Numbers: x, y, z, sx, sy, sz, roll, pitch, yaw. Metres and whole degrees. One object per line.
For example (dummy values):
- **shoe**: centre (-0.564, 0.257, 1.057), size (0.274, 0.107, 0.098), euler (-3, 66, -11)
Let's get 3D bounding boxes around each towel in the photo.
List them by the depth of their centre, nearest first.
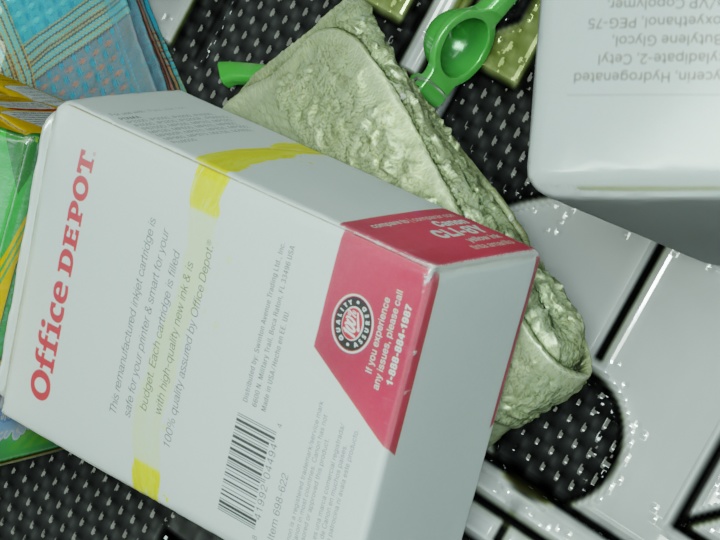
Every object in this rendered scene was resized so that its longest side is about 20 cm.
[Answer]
- **towel**: centre (0.000, 0.000, 0.983), size (0.148, 0.036, 0.201), euler (-42, 72, 31)
- **towel**: centre (-0.176, -0.067, 1.114), size (0.199, 0.022, 0.147), euler (-31, 69, 20)

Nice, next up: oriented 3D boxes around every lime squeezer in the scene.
- **lime squeezer**: centre (0.027, -0.102, 1.017), size (0.199, 0.038, 0.071), euler (-26, 41, 22)

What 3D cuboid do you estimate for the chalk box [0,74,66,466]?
- **chalk box**: centre (-0.190, 0.016, 1.036), size (0.123, 0.124, 0.201), euler (20, 102, 20)

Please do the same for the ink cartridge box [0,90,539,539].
- **ink cartridge box**: centre (-0.043, 0.025, 0.943), size (0.199, 0.083, 0.146), euler (25, 111, 31)

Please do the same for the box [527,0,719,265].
- **box**: centre (0.189, -0.094, 0.835), size (0.199, 0.199, 0.173), euler (3, 84, 27)
